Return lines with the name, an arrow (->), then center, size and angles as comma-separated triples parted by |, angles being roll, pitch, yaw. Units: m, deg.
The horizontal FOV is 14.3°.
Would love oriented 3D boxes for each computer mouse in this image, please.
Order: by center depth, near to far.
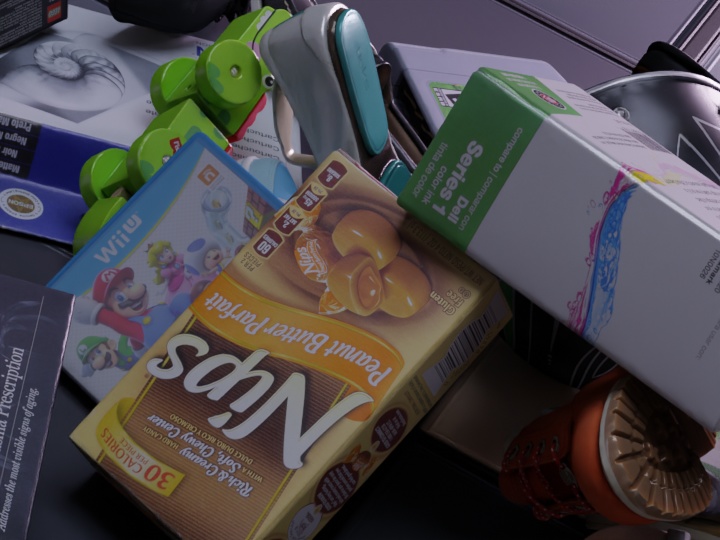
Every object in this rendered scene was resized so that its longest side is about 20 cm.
computer mouse -> -0.074, -0.204, 1.749 | 0.046, 0.141, 0.200 | 33, 15, 15

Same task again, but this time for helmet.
helmet -> 0.145, -0.028, 1.611 | 0.199, 0.201, 0.191 | 9, 19, -19

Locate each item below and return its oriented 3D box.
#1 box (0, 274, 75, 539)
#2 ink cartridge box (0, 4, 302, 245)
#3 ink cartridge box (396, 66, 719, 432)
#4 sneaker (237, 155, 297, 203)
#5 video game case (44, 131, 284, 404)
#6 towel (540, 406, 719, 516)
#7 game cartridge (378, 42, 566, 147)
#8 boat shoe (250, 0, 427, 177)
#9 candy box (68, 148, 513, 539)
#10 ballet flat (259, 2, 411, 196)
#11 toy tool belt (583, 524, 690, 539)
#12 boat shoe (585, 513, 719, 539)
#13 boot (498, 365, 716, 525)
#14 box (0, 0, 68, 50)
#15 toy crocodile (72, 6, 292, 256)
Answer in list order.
box -> -0.240, 0.081, 1.328 | 0.181, 0.105, 0.200 | 15, 33, -8
ink cartridge box -> -0.131, -0.080, 1.675 | 0.198, 0.041, 0.201 | 14, 35, -13
ink cartridge box -> 0.138, -0.010, 1.422 | 0.200, 0.084, 0.145 | 37, 13, 19
sneaker -> 0.000, 0.000, 1.553 | 0.130, 0.080, 0.201 | -22, 49, 7
video game case -> -0.067, 0.036, 1.485 | 0.200, 0.143, 0.018 | 41, -7, 27
towel -> 0.215, 0.099, 1.590 | 0.199, 0.031, 0.149 | -5, 17, -37
game cartridge -> 0.097, -0.073, 1.803 | 0.133, 0.041, 0.200 | 8, 36, -26
boat shoe -> -0.006, -0.105, 1.716 | 0.074, 0.060, 0.201 | 23, 37, -51
candy box -> -0.033, 0.052, 1.425 | 0.115, 0.055, 0.200 | 39, 80, 25
ballet flat -> -0.008, -0.056, 1.625 | 0.069, 0.201, 0.070 | -16, 21, 6
toy tool belt -> 0.186, 0.211, 1.406 | 0.199, 0.123, 0.125 | 10, 48, 4
boat shoe -> 0.208, 0.169, 1.491 | 0.200, 0.066, 0.072 | 12, 0, 15
boot -> 0.116, 0.098, 1.432 | 0.075, 0.107, 0.200 | 63, 12, -2
box -> -0.275, -0.145, 1.648 | 0.110, 0.035, 0.200 | 27, 40, 29
toy crocodile -> -0.097, -0.072, 1.604 | 0.062, 0.067, 0.200 | 47, 55, -19
